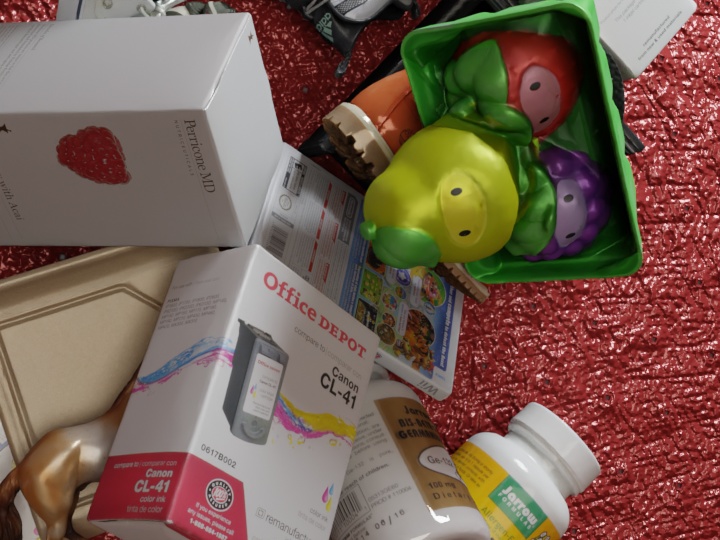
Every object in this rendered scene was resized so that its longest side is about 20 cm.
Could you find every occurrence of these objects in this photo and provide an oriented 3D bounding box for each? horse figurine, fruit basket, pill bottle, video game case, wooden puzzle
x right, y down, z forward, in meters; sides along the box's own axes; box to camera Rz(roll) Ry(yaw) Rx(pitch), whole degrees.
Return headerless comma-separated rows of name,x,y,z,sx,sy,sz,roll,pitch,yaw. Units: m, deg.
horse figurine,-0.176,0.142,0.795,0.200,0.050,0.133,-26,108,-19
fruit basket,0.097,-0.072,0.777,0.155,0.215,0.216,-4,94,29
pill bottle,0.008,0.149,0.886,0.114,0.114,0.200,-19,54,-13
video game case,0.000,0.000,0.916,0.200,0.018,0.143,33,43,-21
pill bottle,0.102,0.208,0.957,0.200,0.113,0.113,-42,101,-10
wooden puzzle,-0.170,0.082,0.839,0.185,0.037,0.200,-18,100,-17

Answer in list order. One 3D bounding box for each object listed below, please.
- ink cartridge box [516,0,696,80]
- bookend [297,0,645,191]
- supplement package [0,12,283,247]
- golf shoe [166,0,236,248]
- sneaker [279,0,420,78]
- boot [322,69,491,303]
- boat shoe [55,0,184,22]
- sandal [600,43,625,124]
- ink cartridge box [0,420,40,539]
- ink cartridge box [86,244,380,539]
ink cartridge box,0.153,-0.248,0.939,0.200,0.145,0.083,43,84,-12
bookend,0.090,-0.103,0.954,0.200,0.092,0.199,-46,102,-8
supplement package,-0.172,-0.098,0.810,0.200,0.120,0.121,0,133,14
golf shoe,-0.125,-0.113,0.918,0.088,0.077,0.200,-8,92,6
sneaker,-0.043,-0.220,0.917,0.200,0.078,0.140,-12,88,-14
boot,0.067,-0.067,0.875,0.107,0.075,0.200,-40,118,-11
boat shoe,-0.167,-0.212,0.849,0.086,0.075,0.202,23,122,1
sandal,0.171,-0.093,0.910,0.075,0.048,0.201,-21,125,-8
ink cartridge box,-0.257,0.128,0.872,0.200,0.087,0.145,-44,102,-13
ink cartridge box,-0.079,0.105,0.782,0.148,0.086,0.200,39,55,-38
